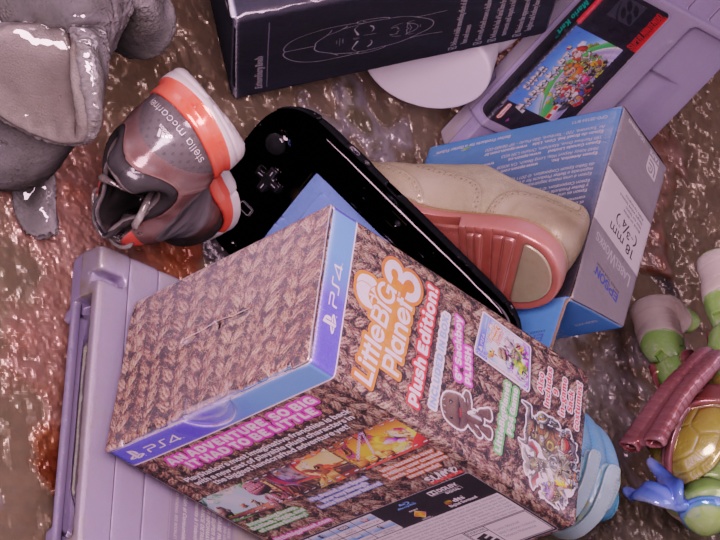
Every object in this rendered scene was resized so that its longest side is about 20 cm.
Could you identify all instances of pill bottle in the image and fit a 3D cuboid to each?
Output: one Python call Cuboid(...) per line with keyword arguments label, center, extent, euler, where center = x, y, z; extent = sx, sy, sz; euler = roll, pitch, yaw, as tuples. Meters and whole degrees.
Cuboid(label="pill bottle", center=(0.063, -0.204, 1.876), extent=(0.111, 0.111, 0.200), euler=(39, 47, -28))

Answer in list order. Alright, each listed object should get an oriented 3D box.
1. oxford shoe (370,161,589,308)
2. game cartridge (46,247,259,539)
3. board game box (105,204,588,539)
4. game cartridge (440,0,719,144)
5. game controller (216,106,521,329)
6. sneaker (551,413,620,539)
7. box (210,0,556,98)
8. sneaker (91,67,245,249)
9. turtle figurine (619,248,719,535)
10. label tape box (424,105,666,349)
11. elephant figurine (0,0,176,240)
Cuboid(label="oxford shoe", center=(0.039, -0.032, 1.728), extent=(0.074, 0.200, 0.071), euler=(-49, 150, -47))
Cuboid(label="game cartridge", center=(-0.108, 0.100, 1.599), extent=(0.130, 0.038, 0.200), euler=(29, 53, -40))
Cuboid(label="board game box", center=(-0.005, 0.076, 1.563), extent=(0.200, 0.159, 0.097), euler=(33, 49, -33))
Cuboid(label="game cartridge", center=(0.159, -0.127, 1.881), extent=(0.130, 0.200, 0.038), euler=(20, 33, -42))
Cuboid(label="game controller", center=(0.000, 0.000, 1.682), extent=(0.200, 0.104, 0.042), euler=(45, 23, 7))
Cuboid(label="sneaker", center=(0.098, 0.140, 1.777), extent=(0.131, 0.080, 0.200), euler=(45, 46, -21))
Cuboid(label="box", center=(0.010, -0.190, 1.716), extent=(0.200, 0.148, 0.107), euler=(-12, 77, -6))
Cuboid(label="sneaker", center=(-0.117, -0.048, 1.590), extent=(0.082, 0.200, 0.077), euler=(-39, 79, -13))
Cuboid(label="turtle figurine", center=(0.253, 0.098, 1.901), extent=(0.200, 0.144, 0.194), euler=(0, 54, -8))
Cuboid(label="label tape box", center=(0.091, 0.002, 1.780), extent=(0.063, 0.144, 0.200), euler=(52, 42, -35))
Cuboid(label="elephant figurine", center=(-0.165, -0.126, 1.527), extent=(0.155, 0.200, 0.142), euler=(17, 59, -42))
